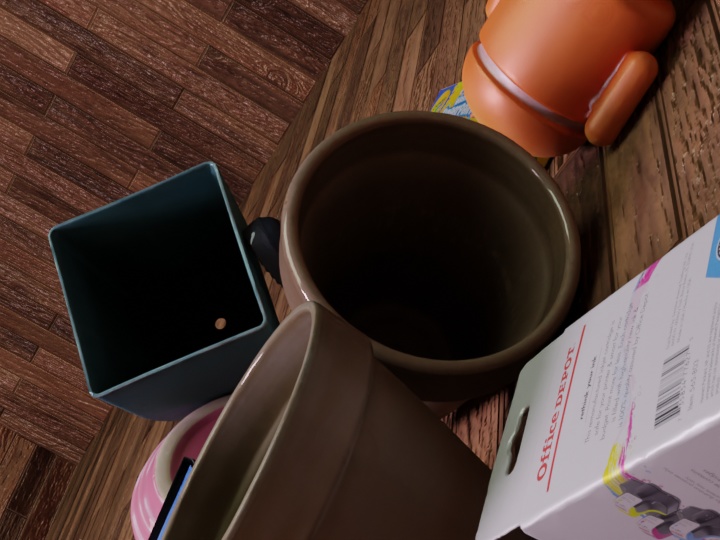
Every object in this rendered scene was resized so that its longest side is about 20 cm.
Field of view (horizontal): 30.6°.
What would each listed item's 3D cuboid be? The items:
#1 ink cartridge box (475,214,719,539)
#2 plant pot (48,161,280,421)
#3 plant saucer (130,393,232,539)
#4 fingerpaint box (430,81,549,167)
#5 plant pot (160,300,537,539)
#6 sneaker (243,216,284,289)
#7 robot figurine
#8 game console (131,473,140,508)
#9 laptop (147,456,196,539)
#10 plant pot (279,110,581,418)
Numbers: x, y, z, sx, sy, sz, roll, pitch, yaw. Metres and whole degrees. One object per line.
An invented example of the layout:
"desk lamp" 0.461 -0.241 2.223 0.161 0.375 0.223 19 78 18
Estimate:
"ink cartridge box" 0.137 0.062 0.582 0.200 0.067 0.116 -45 19 52
"plant pot" -0.132 0.039 1.055 0.140 0.143 0.200 -22 -23 3
"plant saucer" -0.080 0.159 1.004 0.202 0.197 0.051 -76 -17 -52
"fingerpaint box" 0.085 -0.079 1.134 0.168 0.073 0.200 -62 12 -4
"plant pot" -0.002 0.145 0.729 0.201 0.172 0.201 -56 13 20
"sneaker" 0.000 0.000 1.023 0.082 0.199 0.070 -45 36 17
"robot figurine" 0.150 -0.169 0.962 0.201 0.143 0.117 -55 -4 27
"game console" -0.167 0.287 1.159 0.177 0.031 0.203 177 79 -78
"laptop" -0.133 0.259 0.857 0.179 0.102 0.200 -65 -3 30
"plant pot" 0.034 0.021 0.902 0.175 0.198 0.202 107 -176 -57
